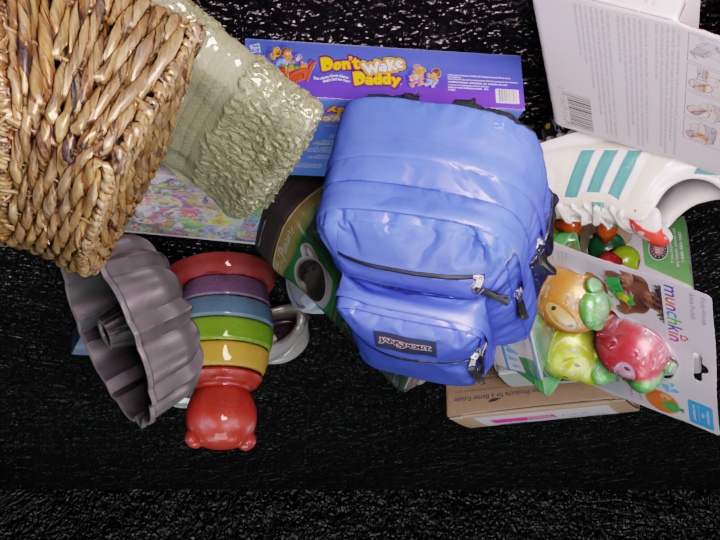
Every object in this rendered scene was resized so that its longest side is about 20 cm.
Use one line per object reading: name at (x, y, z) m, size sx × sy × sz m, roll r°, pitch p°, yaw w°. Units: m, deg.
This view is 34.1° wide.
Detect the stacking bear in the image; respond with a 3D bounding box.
stacking bear at (-0.146, 0.091, 1.245) m, size 0.121 × 0.200 × 0.114 m, roll 6°, pitch 160°, yaw -19°

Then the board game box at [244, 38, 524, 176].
board game box at (0.008, -0.116, 0.884) m, size 0.200 × 0.045 × 0.134 m, roll 2°, pitch 161°, yaw -9°

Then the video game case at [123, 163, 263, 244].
video game case at (-0.142, -0.060, 1.083) m, size 0.200 × 0.018 × 0.143 m, roll 5°, pitch 160°, yaw -18°

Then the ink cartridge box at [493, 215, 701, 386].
ink cartridge box at (0.236, 0.035, 1.190) m, size 0.200 × 0.147 × 0.083 m, roll -5°, pitch 162°, yaw 16°

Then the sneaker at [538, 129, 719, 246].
sneaker at (0.191, -0.058, 0.890) m, size 0.199 × 0.094 × 0.070 m, roll -18°, pitch 156°, yaw 21°

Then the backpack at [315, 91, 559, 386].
backpack at (0.056, -0.020, 0.820) m, size 0.162 × 0.168 × 0.200 m, roll 6°, pitch 155°, yaw 10°

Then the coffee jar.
coffee jar at (0.000, 0.000, 0.988) m, size 0.085 × 0.200 × 0.104 m, roll -36°, pitch 161°, yaw -33°

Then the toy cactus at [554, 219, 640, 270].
toy cactus at (0.196, -0.018, 1.097) m, size 0.165 × 0.102 × 0.200 m, roll -12°, pitch -175°, yaw -39°

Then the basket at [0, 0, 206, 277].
basket at (-0.201, -0.091, 0.725) m, size 0.149 × 0.143 × 0.200 m, roll 28°, pitch 157°, yaw -7°

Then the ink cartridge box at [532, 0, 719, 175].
ink cartridge box at (0.205, -0.126, 0.757) m, size 0.176 × 0.045 × 0.200 m, roll 21°, pitch 169°, yaw 19°

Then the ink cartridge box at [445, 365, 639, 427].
ink cartridge box at (0.195, 0.080, 1.288) m, size 0.200 × 0.165 × 0.075 m, roll -9°, pitch 160°, yaw 23°

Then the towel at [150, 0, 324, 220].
towel at (-0.107, -0.106, 0.815) m, size 0.148 × 0.037 × 0.200 m, roll 37°, pitch 155°, yaw -6°

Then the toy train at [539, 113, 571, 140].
toy train at (0.194, -0.086, 0.986) m, size 0.046 × 0.034 × 0.200 m, roll -29°, pitch 153°, yaw 17°

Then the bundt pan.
bundt pan at (-0.219, 0.048, 1.159) m, size 0.076 × 0.202 × 0.202 m, roll -24°, pitch 172°, yaw -25°

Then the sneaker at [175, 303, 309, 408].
sneaker at (-0.150, 0.092, 1.395) m, size 0.200 × 0.075 × 0.100 m, roll -28°, pitch 162°, yaw -20°

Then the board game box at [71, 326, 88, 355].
board game box at (-0.261, 0.067, 1.425) m, size 0.151 × 0.037 × 0.200 m, roll 5°, pitch 161°, yaw -19°

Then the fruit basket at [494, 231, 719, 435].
fruit basket at (0.193, 0.053, 0.958) m, size 0.200 × 0.094 × 0.185 m, roll 27°, pitch 152°, yaw 35°

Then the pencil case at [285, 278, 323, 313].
pencil case at (0.022, 0.015, 1.205) m, size 0.200 × 0.091 × 0.083 m, roll 13°, pitch 157°, yaw -33°
